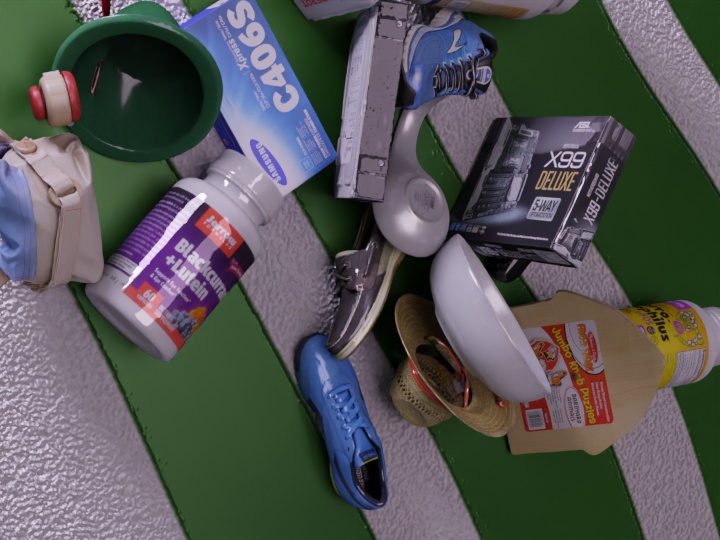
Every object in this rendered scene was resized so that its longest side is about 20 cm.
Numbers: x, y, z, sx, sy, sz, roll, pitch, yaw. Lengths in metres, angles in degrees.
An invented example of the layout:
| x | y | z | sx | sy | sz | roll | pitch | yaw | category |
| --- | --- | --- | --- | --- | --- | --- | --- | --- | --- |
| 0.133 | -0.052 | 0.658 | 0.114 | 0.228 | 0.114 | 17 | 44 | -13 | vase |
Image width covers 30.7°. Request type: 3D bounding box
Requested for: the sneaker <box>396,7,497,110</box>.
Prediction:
| x | y | z | sx | sy | sz | roll | pitch | yaw | category |
| --- | --- | --- | --- | --- | --- | --- | --- | --- | --- |
| 0.095 | -0.221 | 1.393 | 0.200 | 0.088 | 0.079 | -49 | 157 | -50 | sneaker |

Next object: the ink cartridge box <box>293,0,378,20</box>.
| x | y | z | sx | sy | sz | roll | pitch | yaw | category |
| --- | --- | --- | --- | --- | --- | --- | --- | --- | --- |
| -0.054 | -0.361 | 1.319 | 0.084 | 0.144 | 0.200 | -47 | 113 | -19 | ink cartridge box |

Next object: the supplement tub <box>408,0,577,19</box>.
| x | y | z | sx | sy | sz | roll | pitch | yaw | category |
| --- | --- | --- | --- | --- | --- | --- | --- | --- | --- |
| 0.142 | -0.352 | 1.428 | 0.198 | 0.144 | 0.146 | 3 | 92 | -29 | supplement tub |

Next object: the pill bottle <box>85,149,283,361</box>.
| x | y | z | sx | sy | sz | roll | pitch | yaw | category |
| --- | --- | --- | --- | --- | --- | --- | --- | --- | --- |
| -0.168 | -0.019 | 1.298 | 0.111 | 0.111 | 0.201 | 46 | 72 | -23 | pill bottle |

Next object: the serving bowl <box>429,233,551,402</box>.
| x | y | z | sx | sy | sz | roll | pitch | yaw | category |
| --- | --- | --- | --- | --- | --- | --- | --- | --- | --- |
| 0.130 | 0.062 | 1.425 | 0.065 | 0.200 | 0.201 | -31 | 111 | 10 | serving bowl |

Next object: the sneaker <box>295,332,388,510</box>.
| x | y | z | sx | sy | sz | roll | pitch | yaw | category |
| --- | --- | --- | --- | --- | --- | --- | --- | --- | --- |
| -0.011 | 0.164 | 1.418 | 0.065 | 0.078 | 0.202 | -21 | 102 | -24 | sneaker |

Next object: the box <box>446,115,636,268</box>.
| x | y | z | sx | sy | sz | roll | pitch | yaw | category |
| --- | --- | --- | --- | --- | --- | --- | --- | --- | --- |
| 0.193 | -0.090 | 1.443 | 0.050 | 0.199 | 0.159 | 31 | 79 | -30 | box |

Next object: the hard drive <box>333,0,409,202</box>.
| x | y | z | sx | sy | sz | roll | pitch | yaw | category |
| --- | --- | --- | --- | --- | --- | --- | --- | --- | --- |
| 0.008 | -0.173 | 1.367 | 0.037 | 0.140 | 0.203 | 6 | 93 | -10 | hard drive |

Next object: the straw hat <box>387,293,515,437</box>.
| x | y | z | sx | sy | sz | roll | pitch | yaw | category |
| --- | --- | --- | --- | --- | --- | --- | --- | --- | --- |
| 0.079 | 0.128 | 1.453 | 0.085 | 0.202 | 0.201 | -39 | 118 | 24 | straw hat |

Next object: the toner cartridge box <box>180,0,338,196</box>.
| x | y | z | sx | sy | sz | roll | pitch | yaw | category |
| --- | --- | --- | --- | --- | --- | --- | --- | --- | --- |
| -0.111 | -0.179 | 1.358 | 0.095 | 0.043 | 0.201 | -36 | 110 | -21 | toner cartridge box |

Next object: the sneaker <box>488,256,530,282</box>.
| x | y | z | sx | sy | sz | roll | pitch | yaw | category |
| --- | --- | --- | --- | --- | --- | --- | --- | --- | --- |
| 0.229 | -0.059 | 1.539 | 0.090 | 0.070 | 0.201 | 36 | 74 | -22 | sneaker |

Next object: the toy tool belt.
| x | y | z | sx | sy | sz | roll | pitch | yaw | category |
| --- | --- | --- | --- | --- | --- | --- | --- | --- | --- |
| -0.310 | -0.075 | 1.205 | 0.122 | 0.125 | 0.202 | -13 | 117 | -20 | toy tool belt |

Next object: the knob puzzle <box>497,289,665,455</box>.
| x | y | z | sx | sy | sz | roll | pitch | yaw | category |
| --- | --- | --- | --- | --- | --- | --- | --- | --- | --- |
| 0.256 | 0.116 | 1.524 | 0.030 | 0.217 | 0.222 | -36 | 116 | -66 | knob puzzle |

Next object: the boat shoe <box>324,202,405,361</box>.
| x | y | z | sx | sy | sz | roll | pitch | yaw | category |
| --- | --- | --- | --- | --- | --- | --- | --- | --- | --- |
| 0.001 | -0.001 | 1.418 | 0.066 | 0.072 | 0.202 | 32 | 69 | -16 | boat shoe |

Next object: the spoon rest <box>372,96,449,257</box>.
| x | y | z | sx | sy | sz | roll | pitch | yaw | category |
| --- | --- | --- | --- | --- | --- | --- | --- | --- | --- |
| 0.060 | -0.107 | 1.427 | 0.099 | 0.060 | 0.202 | 22 | 62 | -27 | spoon rest |

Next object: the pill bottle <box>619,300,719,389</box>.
| x | y | z | sx | sy | sz | roll | pitch | yaw | category |
| --- | --- | --- | --- | --- | --- | --- | --- | --- | --- |
| 0.363 | 0.092 | 1.604 | 0.198 | 0.104 | 0.106 | -7 | 97 | -30 | pill bottle |

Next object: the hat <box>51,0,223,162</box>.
| x | y | z | sx | sy | sz | roll | pitch | yaw | category |
| --- | --- | --- | --- | --- | --- | --- | --- | --- | --- |
| -0.216 | -0.238 | 1.301 | 0.164 | 0.177 | 0.201 | 8 | 134 | -13 | hat |
